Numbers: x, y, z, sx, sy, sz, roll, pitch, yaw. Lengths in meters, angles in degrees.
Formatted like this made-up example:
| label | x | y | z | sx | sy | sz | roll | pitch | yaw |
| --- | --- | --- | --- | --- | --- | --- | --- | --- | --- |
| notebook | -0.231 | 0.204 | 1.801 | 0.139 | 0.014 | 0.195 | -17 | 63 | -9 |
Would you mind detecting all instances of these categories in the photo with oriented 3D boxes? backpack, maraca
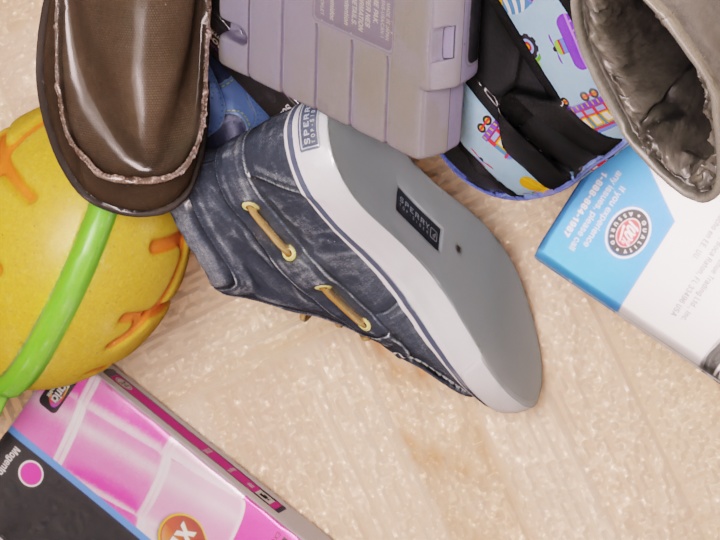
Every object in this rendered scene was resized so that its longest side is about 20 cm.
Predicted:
| label | x | y | z | sx | sy | sz | roll | pitch | yaw |
| --- | --- | --- | --- | --- | --- | --- | --- | --- | --- |
| backpack | 0.075 | -0.140 | 1.218 | 0.183 | 0.134 | 0.200 | -38 | 78 | 50 |
| maraca | -0.139 | -0.001 | 1.322 | 0.107 | 0.137 | 0.200 | 24 | 142 | -12 |

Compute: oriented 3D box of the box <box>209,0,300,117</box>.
| label | x | y | z | sx | sy | sz | roll | pitch | yaw |
| --- | --- | --- | --- | --- | --- | --- | --- | --- | --- |
| box | -0.045 | -0.174 | 1.306 | 0.200 | 0.036 | 0.143 | 47 | 66 | 2 |

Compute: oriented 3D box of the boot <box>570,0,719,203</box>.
| label | x | y | z | sx | sy | sz | roll | pitch | yaw |
| --- | --- | --- | --- | --- | --- | --- | --- | --- | --- |
| boot | 0.181 | -0.086 | 1.142 | 0.073 | 0.200 | 0.182 | -30 | 103 | 42 |

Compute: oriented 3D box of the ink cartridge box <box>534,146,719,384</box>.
| label | x | y | z | sx | sy | sz | roll | pitch | yaw |
| --- | --- | --- | --- | --- | --- | --- | --- | --- | --- |
| ink cartridge box | 0.201 | -0.013 | 1.274 | 0.200 | 0.084 | 0.146 | 35 | 101 | 10 |

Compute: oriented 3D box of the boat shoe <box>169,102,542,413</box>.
| label | x | y | z | sx | sy | sz | roll | pitch | yaw |
| --- | --- | --- | --- | --- | --- | --- | --- | --- | --- |
| boat shoe | 0.000 | 0.000 | 1.301 | 0.091 | 0.200 | 0.071 | -16 | 44 | 28 |

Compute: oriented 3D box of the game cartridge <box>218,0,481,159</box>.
| label | x | y | z | sx | sy | sz | roll | pitch | yaw |
| --- | --- | --- | --- | --- | --- | --- | --- | --- | --- |
| game cartridge | -0.003 | -0.155 | 1.170 | 0.130 | 0.038 | 0.200 | 25 | 126 | 35 |

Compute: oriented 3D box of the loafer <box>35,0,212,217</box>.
| label | x | y | z | sx | sy | sz | roll | pitch | yaw |
| --- | --- | --- | --- | --- | --- | --- | --- | --- | --- |
| loafer | -0.098 | -0.123 | 1.222 | 0.073 | 0.071 | 0.200 | -3 | 81 | -10 |

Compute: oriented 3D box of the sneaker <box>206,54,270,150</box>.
| label | x | y | z | sx | sy | sz | roll | pitch | yaw |
| --- | --- | --- | --- | --- | --- | --- | --- | --- | --- |
| sneaker | -0.093 | -0.108 | 1.339 | 0.074 | 0.082 | 0.200 | -18 | 85 | 40 |

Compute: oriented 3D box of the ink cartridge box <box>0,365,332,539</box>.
| label | x | y | z | sx | sy | sz | roll | pitch | yaw |
| --- | --- | --- | --- | --- | --- | --- | --- | --- | --- |
| ink cartridge box | -0.085 | 0.131 | 1.386 | 0.200 | 0.037 | 0.095 | 37 | 102 | 8 |
